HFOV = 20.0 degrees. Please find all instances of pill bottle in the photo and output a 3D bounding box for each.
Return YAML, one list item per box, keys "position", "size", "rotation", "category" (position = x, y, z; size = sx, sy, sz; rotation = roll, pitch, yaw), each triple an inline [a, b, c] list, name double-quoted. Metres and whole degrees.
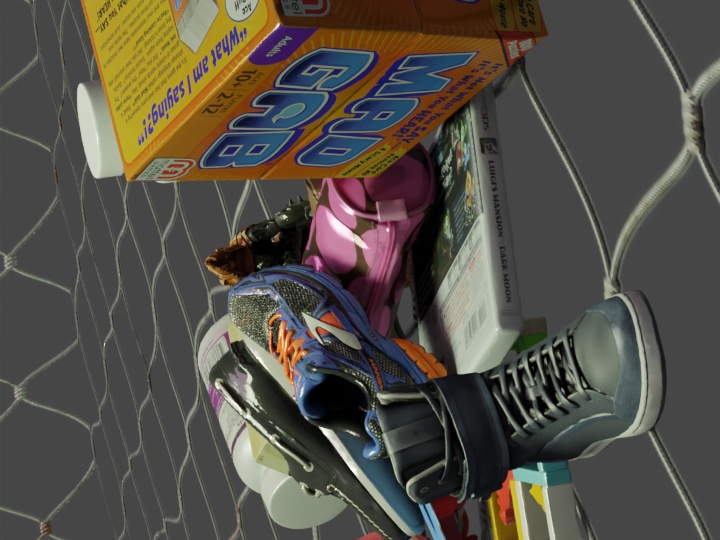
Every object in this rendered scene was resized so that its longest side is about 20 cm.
- position: [-0.137, -0.135, 1.748]
  size: [0.111, 0.198, 0.112]
  rotation: [169, 90, -75]
  category: "pill bottle"
- position: [-0.072, 0.134, 1.865]
  size: [0.113, 0.111, 0.201]
  rotation: [95, 158, -43]
  category: "pill bottle"

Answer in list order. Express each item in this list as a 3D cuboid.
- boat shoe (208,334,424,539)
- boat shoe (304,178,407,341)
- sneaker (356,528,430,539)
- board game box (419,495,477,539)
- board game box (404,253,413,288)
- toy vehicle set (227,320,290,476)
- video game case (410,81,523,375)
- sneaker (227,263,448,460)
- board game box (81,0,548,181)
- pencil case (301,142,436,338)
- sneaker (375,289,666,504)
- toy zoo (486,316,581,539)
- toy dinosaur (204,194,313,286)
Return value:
- position: [-0.034, 0.131, 1.523]
  size: [0.200, 0.060, 0.074]
  rotation: [48, -168, 4]
  category: "boat shoe"
- position: [-0.012, 0.024, 1.575]
  size: [0.076, 0.073, 0.201]
  rotation: [-118, 9, -66]
  category: "boat shoe"
- position: [0.033, 0.268, 1.626]
  size: [0.200, 0.086, 0.074]
  rotation: [-137, 38, -65]
  category: "sneaker"
- position: [0.062, 0.163, 1.518]
  size: [0.200, 0.039, 0.159]
  rotation: [-142, 29, -85]
  category: "board game box"
- position: [-0.002, -0.088, 1.584]
  size: [0.096, 0.030, 0.201]
  rotation: [72, 179, -53]
  category: "board game box"
- position: [-0.039, 0.109, 1.658]
  size: [0.027, 0.123, 0.200]
  rotation: [-58, 24, 21]
  category: "toy vehicle set"
- position: [0.068, -0.007, 1.387]
  size: [0.200, 0.023, 0.183]
  rotation: [114, 153, -65]
  category: "video game case"
- position: [-0.024, 0.061, 1.391]
  size: [0.199, 0.078, 0.076]
  rotation: [31, 134, 34]
  category: "sneaker"
- position: [-0.041, -0.189, 1.276]
  size: [0.200, 0.198, 0.201]
  rotation: [-37, 63, 49]
  category: "board game box"
- position: [0.000, 0.000, 1.452]
  size: [0.094, 0.090, 0.201]
  rotation: [-89, 8, -46]
  category: "pencil case"
- position: [0.090, 0.078, 1.200]
  size: [0.203, 0.145, 0.078]
  rotation: [117, 141, -63]
  category: "sneaker"
- position: [0.110, 0.133, 1.381]
  size: [0.131, 0.020, 0.202]
  rotation: [174, 87, -75]
  category: "toy zoo"
- position: [-0.062, -0.006, 1.674]
  size: [0.200, 0.135, 0.103]
  rotation: [-47, -61, -57]
  category: "toy dinosaur"
